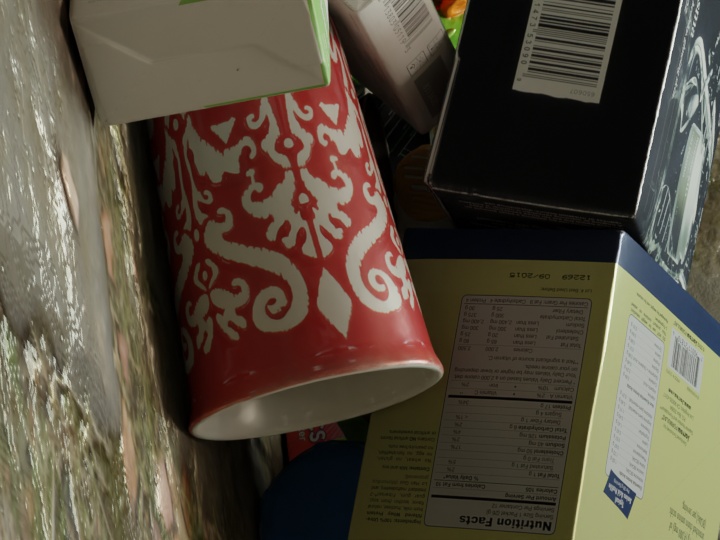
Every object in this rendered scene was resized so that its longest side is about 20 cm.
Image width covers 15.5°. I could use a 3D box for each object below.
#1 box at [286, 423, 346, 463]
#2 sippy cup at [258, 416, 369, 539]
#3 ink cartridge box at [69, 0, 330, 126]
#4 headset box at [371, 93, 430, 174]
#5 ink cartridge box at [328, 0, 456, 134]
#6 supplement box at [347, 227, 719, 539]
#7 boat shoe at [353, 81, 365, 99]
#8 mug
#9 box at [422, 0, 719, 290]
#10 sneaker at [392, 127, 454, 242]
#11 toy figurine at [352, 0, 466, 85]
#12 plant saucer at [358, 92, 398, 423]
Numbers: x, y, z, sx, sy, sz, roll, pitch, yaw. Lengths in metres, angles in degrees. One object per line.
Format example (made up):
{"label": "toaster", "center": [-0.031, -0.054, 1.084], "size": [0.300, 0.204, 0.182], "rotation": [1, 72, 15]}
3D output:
{"label": "box", "center": [0.004, 0.106, 1.727], "size": [0.100, 0.095, 0.201], "rotation": [70, 11, -56]}
{"label": "sippy cup", "center": [0.005, 0.164, 1.543], "size": [0.178, 0.140, 0.130], "rotation": [39, -4, 31]}
{"label": "ink cartridge box", "center": [-0.077, -0.165, 1.301], "size": [0.201, 0.116, 0.068], "rotation": [-93, 171, -49]}
{"label": "headset box", "center": [0.065, -0.030, 1.774], "size": [0.200, 0.093, 0.174], "rotation": [40, -23, -8]}
{"label": "ink cartridge box", "center": [-0.036, -0.176, 1.453], "size": [0.200, 0.050, 0.161], "rotation": [43, -5, 25]}
{"label": "supplement box", "center": [0.107, 0.104, 1.462], "size": [0.200, 0.134, 0.201], "rotation": [37, 59, -55]}
{"label": "boat shoe", "center": [-0.023, -0.134, 1.760], "size": [0.076, 0.060, 0.200], "rotation": [-47, 165, -28]}
{"label": "mug", "center": [-0.058, -0.020, 1.382], "size": [0.133, 0.177, 0.201], "rotation": [-3, 74, -40]}
{"label": "box", "center": [0.132, -0.099, 1.495], "size": [0.197, 0.123, 0.201], "rotation": [53, 48, -69]}
{"label": "sneaker", "center": [0.071, -0.049, 1.638], "size": [0.200, 0.075, 0.088], "rotation": [-43, 137, -53]}
{"label": "toy figurine", "center": [0.030, -0.202, 1.584], "size": [0.151, 0.199, 0.184], "rotation": [59, -26, 13]}
{"label": "plant saucer", "center": [0.000, 0.000, 1.515], "size": [0.200, 0.036, 0.202], "rotation": [-6, 90, -85]}
